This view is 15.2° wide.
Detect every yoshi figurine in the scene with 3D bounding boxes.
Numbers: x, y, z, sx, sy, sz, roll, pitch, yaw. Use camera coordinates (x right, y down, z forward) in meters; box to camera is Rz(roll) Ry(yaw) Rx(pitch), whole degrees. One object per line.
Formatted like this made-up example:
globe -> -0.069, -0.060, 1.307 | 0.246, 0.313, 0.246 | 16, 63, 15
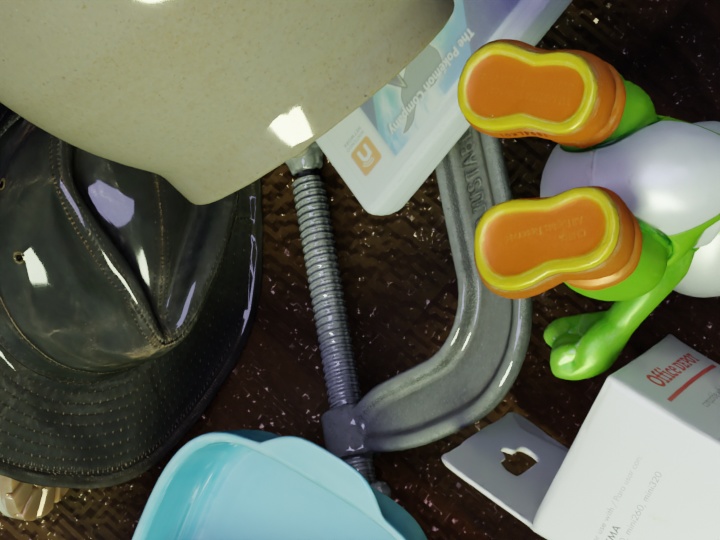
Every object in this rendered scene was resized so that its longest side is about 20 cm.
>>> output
yoshi figurine -> 0.090, -0.026, 0.994 | 0.112, 0.200, 0.113 | 45, 107, 25

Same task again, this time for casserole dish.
casserole dish -> -0.039, 0.146, 1.051 | 0.121, 0.039, 0.201 | 29, 118, 13

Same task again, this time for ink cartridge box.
ink cartridge box -> 0.140, 0.087, 1.002 | 0.199, 0.116, 0.068 | 30, 104, 12

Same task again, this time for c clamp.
c clamp -> 0.000, 0.000, 1.059 | 0.170, 0.027, 0.202 | -23, 68, 46

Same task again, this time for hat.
hat -> -0.093, -0.017, 1.033 | 0.081, 0.200, 0.202 | -5, 83, 51

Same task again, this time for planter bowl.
planter bowl -> -0.051, -0.110, 0.946 | 0.200, 0.200, 0.135 | -36, 102, 8

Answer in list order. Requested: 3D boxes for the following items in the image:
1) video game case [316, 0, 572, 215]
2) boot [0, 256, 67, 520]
video game case -> 0.012, -0.154, 1.005 | 0.183, 0.023, 0.200 | 54, 125, 21
boot -> -0.160, 0.002, 1.107 | 0.106, 0.075, 0.202 | -3, 82, 22
